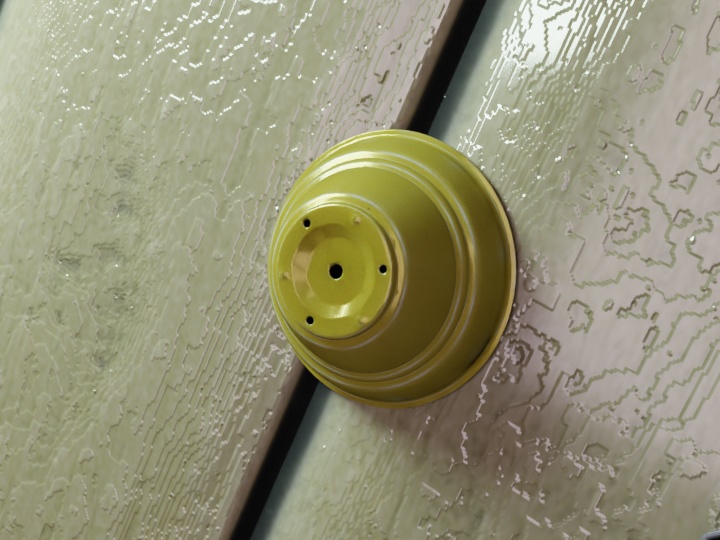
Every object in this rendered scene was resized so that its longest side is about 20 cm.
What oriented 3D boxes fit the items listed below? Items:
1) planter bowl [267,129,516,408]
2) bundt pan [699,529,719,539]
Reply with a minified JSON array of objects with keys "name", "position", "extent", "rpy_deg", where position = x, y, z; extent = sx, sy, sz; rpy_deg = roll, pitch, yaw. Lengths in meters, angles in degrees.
[{"name":"planter bowl","position":[0.000,0.000,0.840],"extent":[0.200,0.083,0.201],"rpy_deg":[1,92,29]},{"name":"bundt pan","position":[0.287,0.211,0.694],"extent":[0.201,0.076,0.203],"rpy_deg":[1,92,29]}]
